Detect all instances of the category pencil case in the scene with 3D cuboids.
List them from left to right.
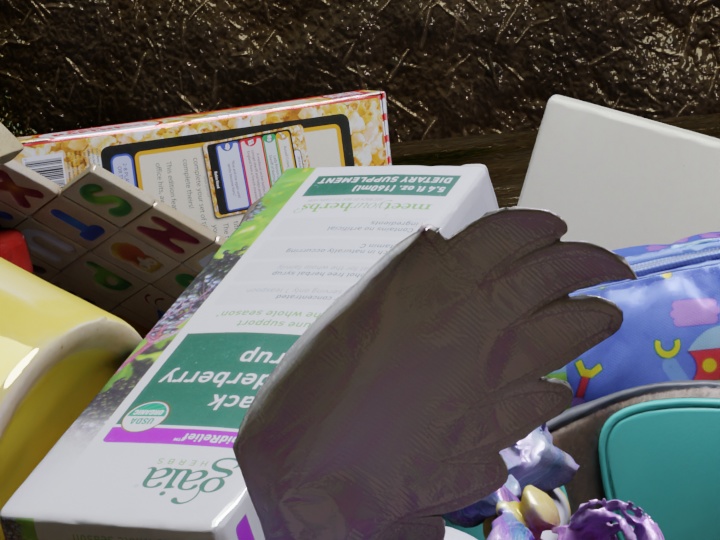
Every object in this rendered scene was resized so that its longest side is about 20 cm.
[{"bbox_3d":[0.089,0.030,1.011,0.199,0.087,0.078,-10,26,10],"label":"pencil case"}]

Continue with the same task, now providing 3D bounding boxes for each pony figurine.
[{"bbox_3d":[0.014,0.087,0.666,0.193,0.167,0.200,-39,8,6],"label":"pony figurine"}]

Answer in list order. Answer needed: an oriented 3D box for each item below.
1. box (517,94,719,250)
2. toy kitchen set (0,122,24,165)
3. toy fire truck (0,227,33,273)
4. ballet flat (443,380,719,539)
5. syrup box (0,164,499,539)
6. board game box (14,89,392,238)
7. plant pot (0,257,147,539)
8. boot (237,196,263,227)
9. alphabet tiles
[{"bbox_3d":[0.171,-0.008,1.175,0.199,0.078,0.095,18,3,31],"label":"box"},{"bbox_3d":[-0.185,0.048,1.147,0.163,0.180,0.200,-46,-1,12],"label":"toy kitchen set"},{"bbox_3d":[-0.232,0.058,1.274,0.199,0.113,0.168,-3,16,36],"label":"toy fire truck"},{"bbox_3d":[0.078,0.073,0.952,0.199,0.073,0.073,-9,6,4],"label":"ballet flat"},{"bbox_3d":[-0.022,0.050,0.886,0.078,0.082,0.200,0,32,30],"label":"syrup box"},{"bbox_3d":[-0.078,-0.005,1.441,0.199,0.152,0.046,-8,6,-14],"label":"board game box"},{"bbox_3d":[-0.173,0.058,0.904,0.188,0.202,0.201,13,14,23],"label":"plant pot"},{"bbox_3d":[0.034,0.006,1.341,0.199,0.071,0.146,8,-13,-16],"label":"boot"},{"bbox_3d":[-0.106,0.010,1.327,0.199,0.006,0.166,30,-31,-20],"label":"alphabet tiles"}]
